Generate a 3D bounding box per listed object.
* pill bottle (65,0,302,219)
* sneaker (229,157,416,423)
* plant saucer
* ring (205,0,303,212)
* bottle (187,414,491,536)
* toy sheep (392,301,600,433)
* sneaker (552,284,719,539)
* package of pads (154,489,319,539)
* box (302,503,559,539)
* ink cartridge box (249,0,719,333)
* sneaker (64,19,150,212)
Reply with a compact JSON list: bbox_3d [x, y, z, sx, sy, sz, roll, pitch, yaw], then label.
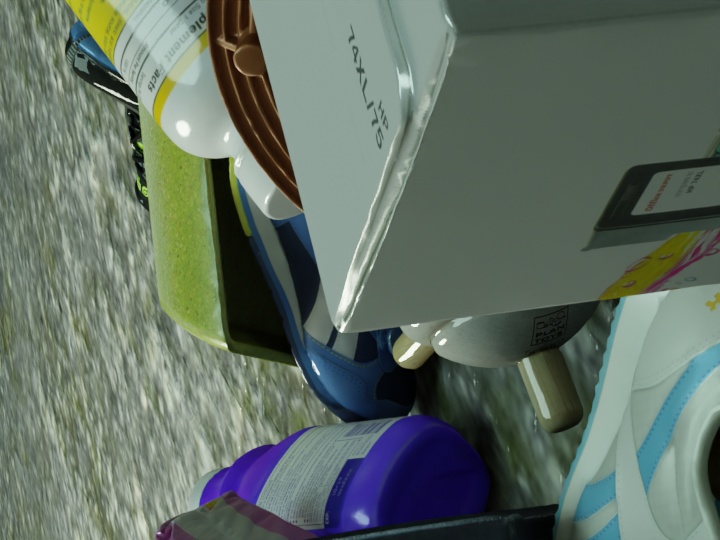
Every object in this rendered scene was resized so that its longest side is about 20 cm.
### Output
[{"bbox_3d":[-0.067,-0.126,1.056,0.200,0.112,0.113,53,155,13],"label":"pill bottle"},{"bbox_3d":[0.000,0.000,1.161,0.074,0.082,0.201,-85,-21,-51],"label":"sneaker"},{"bbox_3d":[-0.062,-0.045,1.206,0.200,0.048,0.202,20,-118,-69],"label":"plant saucer"},{"bbox_3d":[0.045,-0.073,0.770,0.019,0.199,0.202,-75,-8,-54],"label":"ring"},{"bbox_3d":[-0.019,0.119,1.178,0.065,0.084,0.199,46,151,-20],"label":"bottle"},{"bbox_3d":[0.043,-0.029,0.917,0.201,0.137,0.138,63,159,12],"label":"toy sheep"},{"bbox_3d":[0.117,0.086,0.796,0.081,0.076,0.201,-120,26,-49],"label":"sneaker"},{"bbox_3d":[-0.045,0.216,1.111,0.120,0.075,0.201,24,121,29],"label":"package of pads"},{"bbox_3d":[0.039,0.196,0.895,0.197,0.116,0.202,16,-115,-74],"label":"box"},{"bbox_3d":[0.082,-0.090,0.613,0.146,0.198,0.148,111,148,-59],"label":"ink cartridge box"},{"bbox_3d":[-0.103,-0.069,1.320,0.200,0.082,0.071,45,-166,-45],"label":"sneaker"}]
